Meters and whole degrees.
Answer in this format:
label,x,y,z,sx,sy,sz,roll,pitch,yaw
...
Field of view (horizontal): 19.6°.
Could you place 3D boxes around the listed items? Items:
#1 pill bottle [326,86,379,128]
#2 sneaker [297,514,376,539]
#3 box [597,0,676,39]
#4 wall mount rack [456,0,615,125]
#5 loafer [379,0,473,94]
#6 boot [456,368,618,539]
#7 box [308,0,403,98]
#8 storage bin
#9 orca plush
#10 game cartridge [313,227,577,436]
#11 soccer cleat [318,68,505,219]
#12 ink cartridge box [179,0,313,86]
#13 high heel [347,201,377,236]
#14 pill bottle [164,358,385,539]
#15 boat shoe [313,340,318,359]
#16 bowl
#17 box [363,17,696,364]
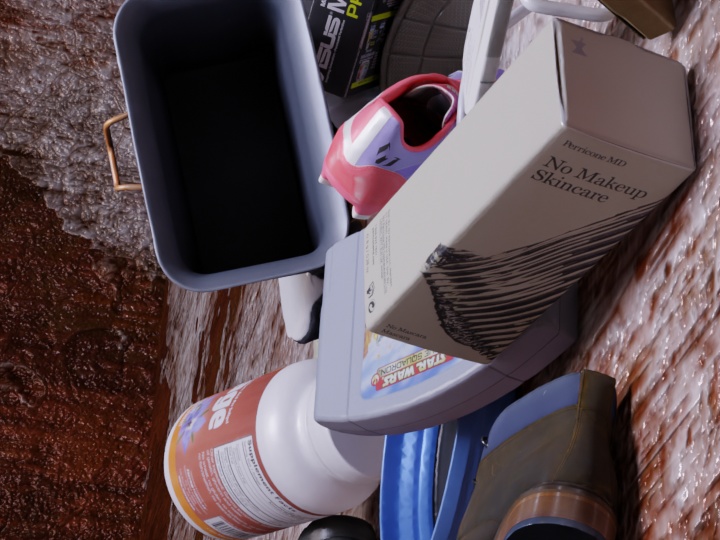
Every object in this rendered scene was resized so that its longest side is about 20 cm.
label,x,y,z,sx,sy,sz,roll,pitch,yaw
pill bottle,-0.010,-0.110,1.629,0.200,0.113,0.115,-117,37,-72
sneaker,-0.039,0.267,1.574,0.201,0.075,0.080,110,163,-47
box,0.085,-0.223,1.012,0.021,0.199,0.165,-23,56,30
wall mount rack,0.099,-0.154,1.138,0.201,0.074,0.175,101,173,-48
loafer,0.046,-0.125,1.477,0.063,0.071,0.202,-90,8,-72
boot,0.085,0.131,1.072,0.200,0.074,0.098,128,162,-55
box,0.022,-0.214,1.482,0.200,0.044,0.162,-34,-36,-69
storage bin,-0.092,-0.077,1.377,0.134,0.144,0.202,97,161,-79
orca plush,-0.022,-0.052,1.504,0.105,0.070,0.202,158,106,-65
game cartridge,0.045,0.021,1.203,0.199,0.041,0.134,-26,47,44
soccer cleat,0.051,-0.090,1.240,0.199,0.067,0.077,-29,-19,-50
ink cartridge box,-0.053,-0.191,1.520,0.076,0.199,0.148,57,136,29
high heel,0.000,0.000,1.382,0.144,0.071,0.200,-65,16,5
pill bottle,-0.049,0.128,1.522,0.199,0.111,0.113,-24,55,50
boat shoe,0.001,0.052,1.597,0.072,0.067,0.202,-30,62,48
bowl,0.054,0.102,1.304,0.201,0.039,0.203,-171,90,-79
box,0.080,-0.034,1.051,0.200,0.081,0.069,-49,33,48
